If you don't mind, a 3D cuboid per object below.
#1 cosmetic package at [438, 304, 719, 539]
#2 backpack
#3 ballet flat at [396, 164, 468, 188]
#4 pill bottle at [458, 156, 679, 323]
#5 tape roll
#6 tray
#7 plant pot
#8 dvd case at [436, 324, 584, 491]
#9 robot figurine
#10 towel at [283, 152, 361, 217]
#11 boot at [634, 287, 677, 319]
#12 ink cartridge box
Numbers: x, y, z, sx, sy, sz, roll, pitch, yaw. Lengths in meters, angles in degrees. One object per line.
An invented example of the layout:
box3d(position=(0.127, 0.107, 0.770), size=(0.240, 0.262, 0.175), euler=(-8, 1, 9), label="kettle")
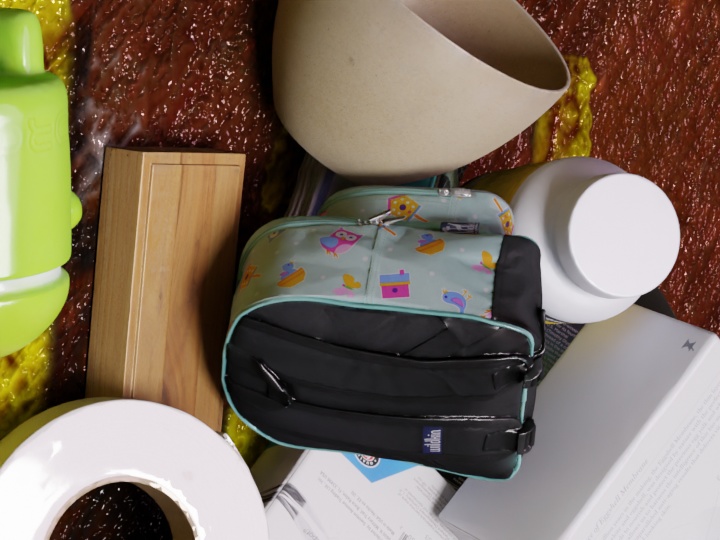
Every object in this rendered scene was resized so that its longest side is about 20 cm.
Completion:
box3d(position=(0.196, 0.162, 1.513), size=(0.199, 0.123, 0.200), euler=(-51, 125, -12), label="cosmetic package")
box3d(position=(0.012, 0.036, 1.410), size=(0.176, 0.200, 0.153), euler=(91, -1, -52), label="backpack")
box3d(position=(0.043, -0.074, 1.558), size=(0.200, 0.074, 0.074), euler=(-60, 142, -49), label="ballet flat")
box3d(position=(0.134, -0.019, 1.499), size=(0.112, 0.200, 0.112), euler=(1, 88, -20), label="pill bottle")
box3d(position=(-0.150, 0.175, 1.332), size=(0.203, 0.037, 0.203), euler=(1, 89, -30), label="tape roll")
box3d(position=(-0.124, 0.023, 1.397), size=(0.099, 0.037, 0.200), euler=(-3, 101, -53), label="tray")
box3d(position=(0.019, -0.133, 1.450), size=(0.200, 0.200, 0.135), euler=(6, 128, -54), label="plant pot")
box3d(position=(0.141, 0.117, 1.601), size=(0.146, 0.022, 0.200), euler=(32, 78, -6), label="dvd case")
box3d(position=(-0.215, -0.041, 1.191), size=(0.175, 0.116, 0.200), euler=(-27, 120, -61), label="robot figurine")
box3d(position=(0.000, 0.000, 1.569), size=(0.200, 0.024, 0.147), euler=(40, 64, -52), label="towel")
box3d(position=(0.187, 0.027, 1.696), size=(0.074, 0.200, 0.075), euler=(-41, 157, -1), label="boot")
box3d(position=(-0.027, 0.203, 1.485), size=(0.146, 0.086, 0.200), euler=(46, 59, -16), label="ink cartridge box")
